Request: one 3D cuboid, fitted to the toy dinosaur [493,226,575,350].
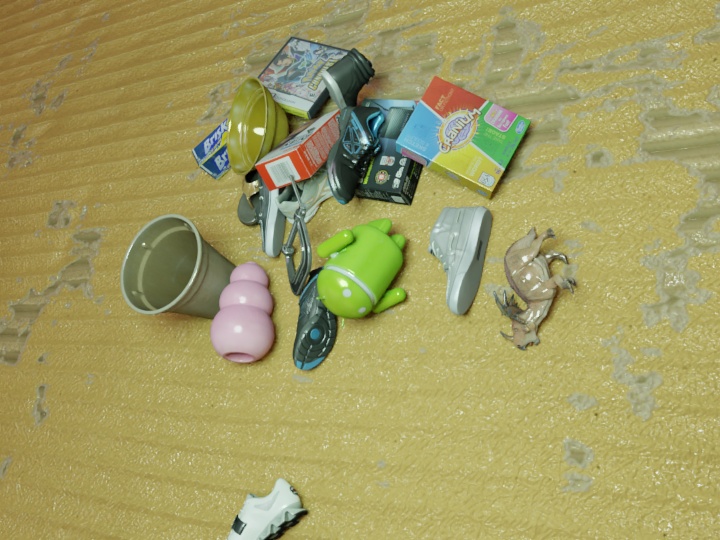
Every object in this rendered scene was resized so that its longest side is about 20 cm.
[{"bbox_3d":[0.269,0.013,0.909,0.134,0.086,0.202,-22,58,25],"label":"toy dinosaur"}]

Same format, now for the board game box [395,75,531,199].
[{"bbox_3d":[0.186,-0.245,1.021,0.198,0.040,0.154,29,82,12],"label":"board game box"}]

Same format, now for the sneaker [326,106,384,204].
[{"bbox_3d":[-0.009,-0.222,1.046,0.081,0.073,0.203,1,73,26],"label":"sneaker"}]

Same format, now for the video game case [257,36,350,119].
[{"bbox_3d":[-0.135,-0.437,1.252,0.179,0.026,0.201,22,67,23],"label":"video game case"}]

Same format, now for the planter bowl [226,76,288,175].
[{"bbox_3d":[-0.208,-0.299,1.185,0.199,0.083,0.204,-5,83,55],"label":"planter bowl"}]

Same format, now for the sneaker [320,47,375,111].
[{"bbox_3d":[-0.012,-0.369,1.119,0.099,0.200,0.071,-38,81,2],"label":"sneaker"}]

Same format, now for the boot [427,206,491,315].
[{"bbox_3d":[0.163,-0.021,0.984,0.095,0.074,0.202,7,67,33],"label":"boot"}]

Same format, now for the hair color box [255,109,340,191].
[{"bbox_3d":[-0.111,-0.244,1.120,0.110,0.064,0.201,-13,27,33],"label":"hair color box"}]

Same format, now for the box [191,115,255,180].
[{"bbox_3d":[-0.293,-0.307,1.297,0.199,0.070,0.065,-40,57,8],"label":"box"}]

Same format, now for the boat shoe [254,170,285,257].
[{"bbox_3d":[-0.193,-0.126,1.176,0.056,0.069,0.203,-1,76,11],"label":"boat shoe"}]

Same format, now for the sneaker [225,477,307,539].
[{"bbox_3d":[-0.191,0.448,0.983,0.199,0.074,0.089,-38,60,-2],"label":"sneaker"}]

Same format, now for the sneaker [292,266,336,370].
[{"bbox_3d":[-0.087,0.090,1.070,0.081,0.073,0.203,7,76,55],"label":"sneaker"}]

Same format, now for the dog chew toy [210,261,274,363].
[{"bbox_3d":[-0.227,0.076,1.106,0.123,0.125,0.203,-10,60,22],"label":"dog chew toy"}]

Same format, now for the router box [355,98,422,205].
[{"bbox_3d":[0.052,-0.239,1.110,0.148,0.062,0.203,11,77,30],"label":"router box"}]

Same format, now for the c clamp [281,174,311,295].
[{"bbox_3d":[-0.123,-0.053,1.080,0.027,0.201,0.173,-7,60,-23],"label":"c clamp"}]

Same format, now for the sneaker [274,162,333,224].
[{"bbox_3d":[-0.093,-0.184,1.144,0.200,0.092,0.076,-49,60,2],"label":"sneaker"}]

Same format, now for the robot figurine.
[{"bbox_3d":[0.000,0.000,1.004,0.115,0.176,0.201,0,48,55],"label":"robot figurine"}]

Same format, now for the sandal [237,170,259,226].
[{"bbox_3d":[-0.224,-0.197,1.234,0.081,0.055,0.202,20,82,30],"label":"sandal"}]

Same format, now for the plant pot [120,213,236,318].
[{"bbox_3d":[-0.350,0.014,1.145,0.198,0.183,0.203,-8,69,22],"label":"plant pot"}]
